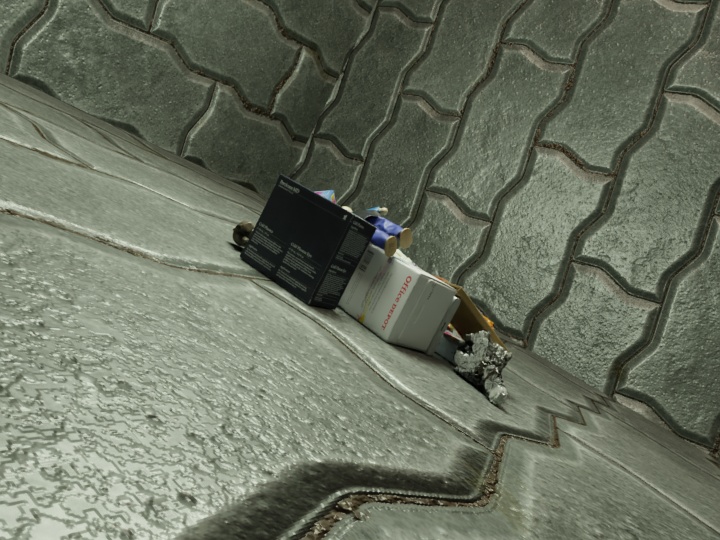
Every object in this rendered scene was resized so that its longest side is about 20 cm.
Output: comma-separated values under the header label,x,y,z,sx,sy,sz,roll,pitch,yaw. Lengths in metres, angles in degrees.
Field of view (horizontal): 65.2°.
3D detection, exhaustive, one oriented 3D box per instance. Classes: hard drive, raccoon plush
label,x,y,z,sx,sy,sz,roll,pitch,yaw
hard drive,0.112,0.078,1.232,0.027,0.133,0.199,22,8,-46
raccoon plush,0.267,0.217,1.138,0.133,0.096,0.202,34,31,-30

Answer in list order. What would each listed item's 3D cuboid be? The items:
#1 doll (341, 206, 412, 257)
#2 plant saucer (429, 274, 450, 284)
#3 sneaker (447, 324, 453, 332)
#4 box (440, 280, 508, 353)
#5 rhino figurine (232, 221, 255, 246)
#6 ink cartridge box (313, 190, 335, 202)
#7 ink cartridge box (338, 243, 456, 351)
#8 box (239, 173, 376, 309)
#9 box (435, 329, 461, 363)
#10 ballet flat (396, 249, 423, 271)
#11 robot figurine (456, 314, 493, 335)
label,x,y,z,sx,sy,sz,roll,pitch,yaw
doll,0.011,-0.091,1.157,0.135,0.049,0.199,-27,38,-26
plant saucer,0.126,0.046,1.416,0.197,0.033,0.201,1,14,0
sneaker,0.168,0.119,1.498,0.198,0.079,0.090,26,12,-5
box,0.231,0.103,1.265,0.201,0.021,0.163,52,-14,-19
rhino figurine,-0.196,-0.050,1.243,0.199,0.061,0.087,29,-8,-36
ink cartridge box,-0.143,-0.117,1.341,0.134,0.077,0.201,-3,29,15
ink cartridge box,0.062,0.048,1.167,0.199,0.148,0.145,33,7,42
box,-0.102,-0.055,1.091,0.199,0.184,0.104,31,6,29
box,0.217,0.180,1.334,0.155,0.042,0.199,31,4,28
ballet flat,0.071,-0.024,1.449,0.197,0.073,0.072,12,-1,18
robot figurine,0.256,0.125,1.444,0.198,0.059,0.145,29,23,-7
